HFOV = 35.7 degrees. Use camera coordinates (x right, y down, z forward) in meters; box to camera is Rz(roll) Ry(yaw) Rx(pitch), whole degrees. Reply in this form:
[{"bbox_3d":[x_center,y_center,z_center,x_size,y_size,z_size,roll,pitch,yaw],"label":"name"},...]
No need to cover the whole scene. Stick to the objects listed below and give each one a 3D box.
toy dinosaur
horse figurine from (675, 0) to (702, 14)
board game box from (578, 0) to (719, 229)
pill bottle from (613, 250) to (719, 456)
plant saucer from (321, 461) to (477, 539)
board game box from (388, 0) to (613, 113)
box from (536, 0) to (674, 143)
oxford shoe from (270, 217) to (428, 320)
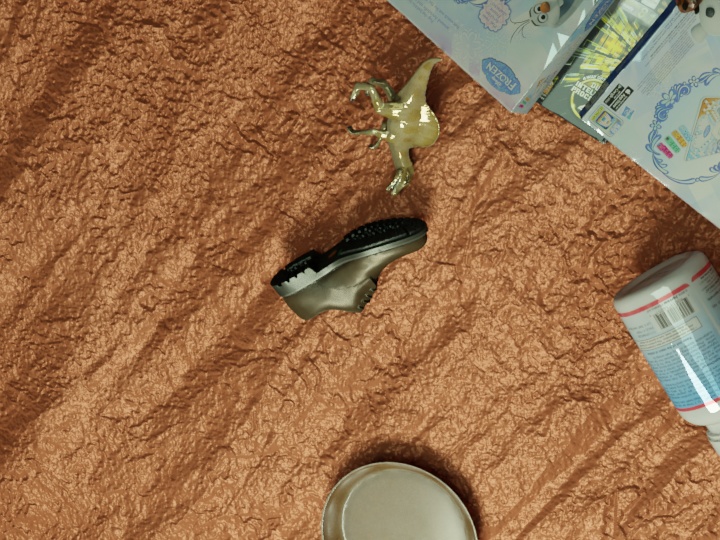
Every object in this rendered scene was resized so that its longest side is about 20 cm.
[{"bbox_3d":[0.044,-0.179,1.232,0.101,0.058,0.200,27,137,13],"label":"toy dinosaur"},{"bbox_3d":[0.307,-0.322,1.067,0.050,0.200,0.133,14,110,-22],"label":"horse figurine"},{"bbox_3d":[0.358,-0.170,1.111,0.199,0.043,0.200,37,109,-6],"label":"board game box"},{"bbox_3d":[0.357,0.088,1.164,0.109,0.109,0.200,-31,91,23],"label":"pill bottle"},{"bbox_3d":[0.050,0.324,1.370,0.200,0.032,0.201,4,103,19],"label":"plant saucer"},{"bbox_3d":[0.149,-0.297,1.118,0.200,0.043,0.199,46,114,19],"label":"board game box"},{"bbox_3d":[0.216,-0.251,1.168,0.200,0.049,0.161,35,108,10],"label":"box"},{"bbox_3d":[0.000,0.000,1.300,0.200,0.073,0.084,-25,110,25],"label":"oxford shoe"}]
